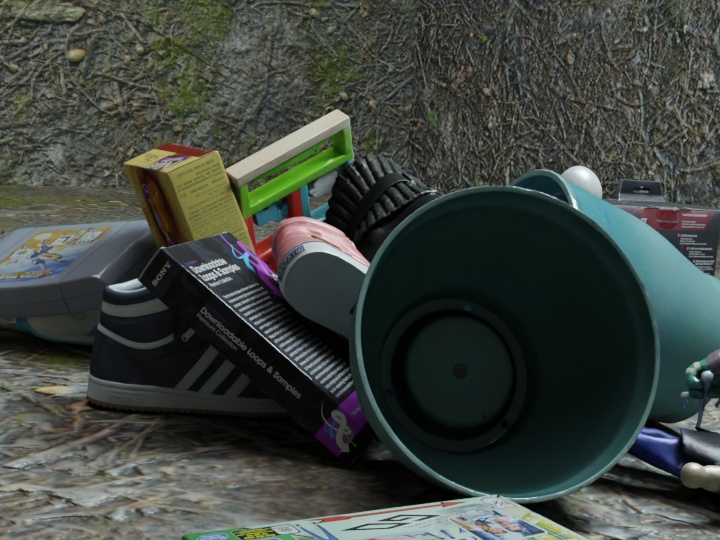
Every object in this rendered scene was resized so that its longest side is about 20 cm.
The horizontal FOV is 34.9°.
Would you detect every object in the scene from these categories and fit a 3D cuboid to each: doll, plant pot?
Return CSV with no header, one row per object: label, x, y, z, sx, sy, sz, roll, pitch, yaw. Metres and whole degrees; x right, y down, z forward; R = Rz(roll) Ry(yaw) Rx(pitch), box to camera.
doll,0.240,0.131,0.781,0.199,0.049,0.136,17,3,30
plant pot,0.080,0.060,0.772,0.199,0.201,0.134,3,-16,-12
plant pot,0.199,0.041,0.954,0.187,0.201,0.200,18,3,-19

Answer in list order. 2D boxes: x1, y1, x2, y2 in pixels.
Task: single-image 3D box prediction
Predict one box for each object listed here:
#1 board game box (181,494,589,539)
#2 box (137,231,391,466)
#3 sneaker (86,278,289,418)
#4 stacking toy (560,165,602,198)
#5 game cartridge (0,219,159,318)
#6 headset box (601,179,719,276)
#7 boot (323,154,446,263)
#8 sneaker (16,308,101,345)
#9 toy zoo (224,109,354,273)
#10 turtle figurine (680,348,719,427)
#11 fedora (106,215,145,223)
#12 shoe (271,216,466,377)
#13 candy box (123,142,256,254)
board game box,0.030,0.153,0.556,0.199,0.029,0.134,0,8,-33
box,-0.059,0.051,0.851,0.200,0.036,0.143,42,13,6
sneaker,-0.111,0.054,0.900,0.199,0.109,0.070,3,8,-12
stacking toy,0.222,-0.013,1.200,0.145,0.201,0.146,-2,29,1
game cartridge,-0.297,-0.001,1.096,0.199,0.042,0.133,-3,24,24
headset box,0.269,0.012,1.126,0.148,0.201,0.075,0,9,-28
boot,0.002,0.001,1.026,0.158,0.211,0.079,30,-12,49
sneaker,-0.245,0.026,1.133,0.199,0.081,0.076,-9,15,-39
toy zoo,-0.058,-0.041,1.087,0.131,0.200,0.020,-32,49,-27
turtle figurine,0.305,0.082,0.795,0.149,0.101,0.200,23,-3,4
fedora,-0.261,0.003,1.259,0.176,0.091,0.200,7,19,38
shoe,0.015,0.031,0.889,0.200,0.072,0.091,36,11,-23
candy box,-0.141,-0.013,1.051,0.056,0.201,0.117,-27,22,-24
